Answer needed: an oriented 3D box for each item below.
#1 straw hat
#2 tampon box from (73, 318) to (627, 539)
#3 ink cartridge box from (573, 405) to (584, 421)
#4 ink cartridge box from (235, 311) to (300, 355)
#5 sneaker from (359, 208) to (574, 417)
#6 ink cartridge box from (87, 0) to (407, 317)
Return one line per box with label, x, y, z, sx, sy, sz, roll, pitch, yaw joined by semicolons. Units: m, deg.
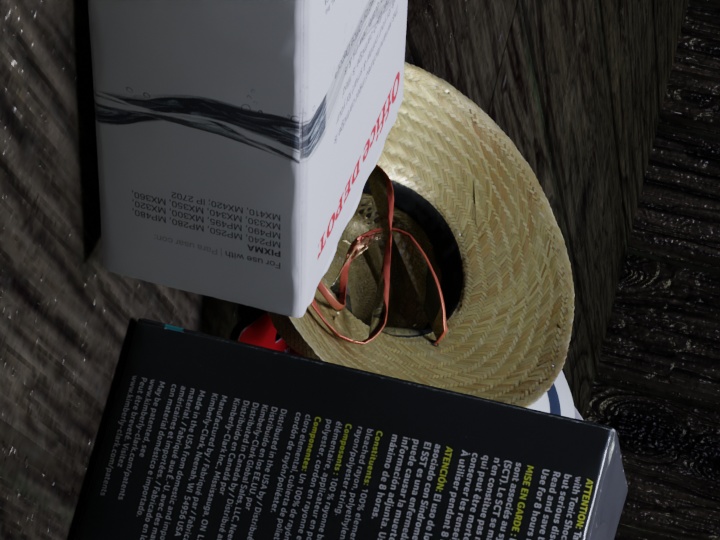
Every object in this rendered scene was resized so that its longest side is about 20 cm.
straw hat;0.000;0.000;1.213;0.085;0.201;0.201;-34;-157;42
tampon box;-0.001;0.114;1.062;0.150;0.199;0.127;58;46;-74
ink cartridge box;0.055;0.101;1.434;0.200;0.057;0.163;-115;-147;-54
ink cartridge box;-0.013;0.102;1.300;0.200;0.084;0.176;-41;142;-72
sneaker;0.037;0.011;1.302;0.076;0.200;0.080;-44;150;25
ink cartridge box;-0.036;-0.107;0.924;0.145;0.084;0.200;-66;164;-46
